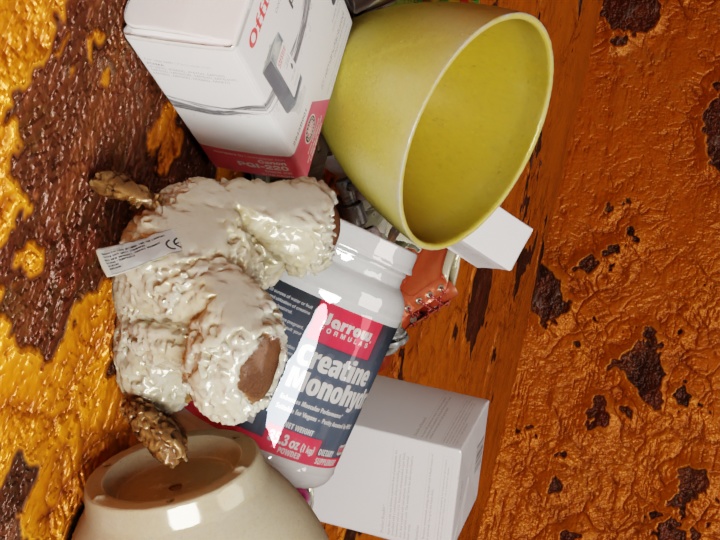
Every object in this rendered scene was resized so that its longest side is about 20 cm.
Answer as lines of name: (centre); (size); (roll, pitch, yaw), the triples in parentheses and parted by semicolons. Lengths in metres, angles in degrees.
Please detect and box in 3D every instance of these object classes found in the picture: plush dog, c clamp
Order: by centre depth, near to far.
plush dog: (-0.118, 0.026, 0.809); (0.201, 0.160, 0.172); (-68, -178, -47)
c clamp: (0.000, 0.000, 1.151); (0.027, 0.171, 0.201); (-26, 115, -22)

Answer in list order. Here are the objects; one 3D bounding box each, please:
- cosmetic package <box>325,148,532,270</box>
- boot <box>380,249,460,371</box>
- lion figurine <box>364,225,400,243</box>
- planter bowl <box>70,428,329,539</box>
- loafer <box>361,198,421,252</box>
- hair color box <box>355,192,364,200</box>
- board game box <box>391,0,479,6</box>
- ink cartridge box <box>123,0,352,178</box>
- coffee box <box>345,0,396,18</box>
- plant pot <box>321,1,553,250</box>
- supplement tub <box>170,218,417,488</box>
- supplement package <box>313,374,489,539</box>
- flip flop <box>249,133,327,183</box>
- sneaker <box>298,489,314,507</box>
cosmetic package: (0.057, -0.072, 1.131); (0.051, 0.199, 0.083); (-59, -165, -4)
boot: (0.059, 0.039, 1.473); (0.075, 0.107, 0.201); (70, 36, -65)
lion figurine: (-0.033, 0.047, 1.051); (0.072, 0.199, 0.123); (-62, 128, -83)
planter bowl: (-0.114, 0.191, 0.819); (0.200, 0.199, 0.136); (-47, 129, -63)
loafer: (0.049, -0.056, 1.221); (0.076, 0.200, 0.069); (23, 34, -53)
hair color box: (0.037, -0.121, 1.264); (0.200, 0.098, 0.061); (70, 13, -62)
board game box: (0.070, -0.226, 1.312); (0.048, 0.101, 0.201); (-94, -173, -64)
ink cartridge box: (-0.078, -0.174, 0.860); (0.200, 0.084, 0.147); (58, 44, -66)
coffee box: (0.024, -0.267, 0.979); (0.080, 0.113, 0.200); (60, 4, -5)
plant pot: (0.043, -0.138, 0.996); (0.200, 0.142, 0.201); (-37, 144, -33)
supplement tub: (-0.051, 0.054, 0.950); (0.201, 0.140, 0.140); (-66, 165, 2)
supplement package: (0.016, 0.184, 1.234); (0.120, 0.199, 0.122); (-46, 144, -63)
flip flop: (-0.051, -0.104, 1.050); (0.200, 0.057, 0.082); (-56, 157, -61)
sneaker: (-0.086, 0.219, 1.088); (0.201, 0.088, 0.082); (84, 28, -46)
